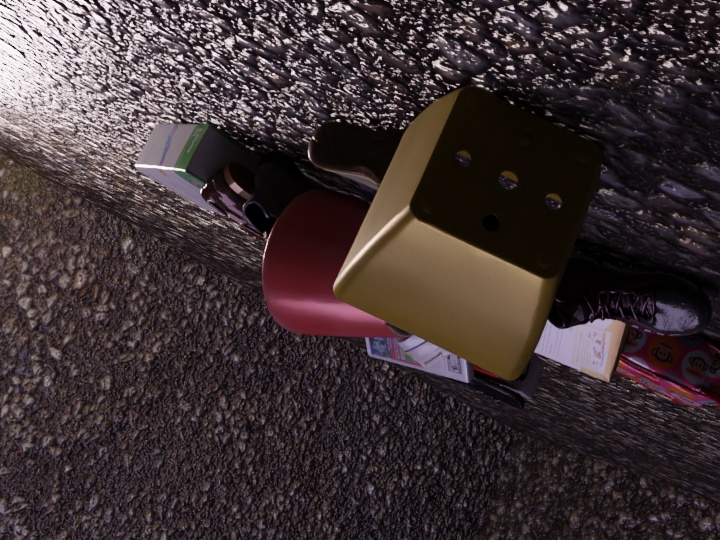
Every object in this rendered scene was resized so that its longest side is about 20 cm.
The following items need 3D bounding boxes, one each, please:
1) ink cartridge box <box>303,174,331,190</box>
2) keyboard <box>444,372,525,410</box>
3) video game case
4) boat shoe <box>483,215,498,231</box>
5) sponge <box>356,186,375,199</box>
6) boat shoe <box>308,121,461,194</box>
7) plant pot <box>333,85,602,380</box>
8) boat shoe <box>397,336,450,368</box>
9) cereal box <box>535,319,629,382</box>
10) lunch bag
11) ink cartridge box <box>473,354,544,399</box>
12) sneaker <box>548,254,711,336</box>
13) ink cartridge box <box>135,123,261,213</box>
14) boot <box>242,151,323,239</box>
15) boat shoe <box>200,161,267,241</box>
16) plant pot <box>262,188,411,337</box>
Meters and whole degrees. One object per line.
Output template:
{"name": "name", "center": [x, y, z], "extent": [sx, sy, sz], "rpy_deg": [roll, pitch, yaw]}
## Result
{"name": "ink cartridge box", "center": [-0.033, -0.084, 1.522], "extent": [0.198, 0.042, 0.119], "rpy_deg": [26, 172, -12]}
{"name": "keyboard", "center": [0.166, 0.167, 1.551], "extent": [0.198, 0.021, 0.127], "rpy_deg": [25, 167, 20]}
{"name": "video game case", "center": [0.078, 0.061, 1.468], "extent": [0.181, 0.023, 0.202], "rpy_deg": [12, 127, 32]}
{"name": "boat shoe", "center": [0.141, -0.023, 1.193], "extent": [0.199, 0.071, 0.091], "rpy_deg": [-21, 132, 42]}
{"name": "sponge", "center": [0.082, -0.076, 1.281], "extent": [0.111, 0.030, 0.199], "rpy_deg": [17, 169, 47]}
{"name": "boat shoe", "center": [0.036, -0.116, 1.080], "extent": [0.199, 0.074, 0.065], "rpy_deg": [24, -177, 32]}
{"name": "plant pot", "center": [0.109, -0.048, 0.898], "extent": [0.198, 0.202, 0.177], "rpy_deg": [25, 160, 1]}
{"name": "boat shoe", "center": [0.141, 0.079, 1.282], "extent": [0.086, 0.075, 0.201], "rpy_deg": [48, 128, -11]}
{"name": "cereal box", "center": [0.243, 0.045, 1.268], "extent": [0.198, 0.040, 0.145], "rpy_deg": [23, 134, 22]}
{"name": "lunch bag", "center": [0.401, 0.116, 1.370], "extent": [0.198, 0.083, 0.176], "rpy_deg": [27, 175, 3]}
{"name": "ink cartridge box", "center": [0.197, 0.130, 1.542], "extent": [0.115, 0.068, 0.200], "rpy_deg": [19, 171, 34]}
{"name": "sneaker", "center": [0.280, 0.045, 1.112], "extent": [0.199, 0.077, 0.115], "rpy_deg": [14, -151, 41]}
{"name": "ink cartridge box", "center": [-0.234, -0.153, 1.514], "extent": [0.145, 0.088, 0.199], "rpy_deg": [32, 167, -33]}
{"name": "boot", "center": [-0.078, -0.064, 1.389], "extent": [0.199, 0.132, 0.070], "rpy_deg": [32, 129, -21]}
{"name": "boat shoe", "center": [-0.141, -0.079, 1.433], "extent": [0.070, 0.071, 0.200], "rpy_deg": [-35, 123, 26]}
{"name": "plant pot", "center": [0.000, 0.000, 1.297], "extent": [0.176, 0.202, 0.200], "rpy_deg": [11, 164, 37]}
